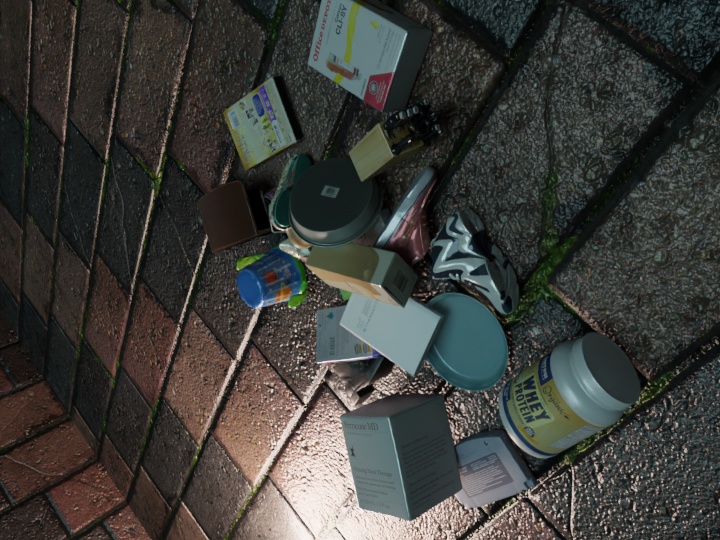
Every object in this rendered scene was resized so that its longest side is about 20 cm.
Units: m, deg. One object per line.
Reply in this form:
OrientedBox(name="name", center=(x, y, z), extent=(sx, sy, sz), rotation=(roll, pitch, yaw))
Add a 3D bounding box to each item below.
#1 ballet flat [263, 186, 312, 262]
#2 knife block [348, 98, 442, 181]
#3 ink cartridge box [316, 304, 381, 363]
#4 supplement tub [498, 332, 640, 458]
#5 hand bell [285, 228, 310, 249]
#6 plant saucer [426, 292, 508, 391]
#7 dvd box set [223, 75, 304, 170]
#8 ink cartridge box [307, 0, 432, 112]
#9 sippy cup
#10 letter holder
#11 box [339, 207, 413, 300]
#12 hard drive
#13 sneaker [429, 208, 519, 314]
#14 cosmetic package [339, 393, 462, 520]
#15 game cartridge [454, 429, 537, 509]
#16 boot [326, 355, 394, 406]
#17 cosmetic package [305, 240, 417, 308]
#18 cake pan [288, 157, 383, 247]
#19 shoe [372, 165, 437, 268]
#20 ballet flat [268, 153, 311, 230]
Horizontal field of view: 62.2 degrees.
OrientedBox(name="ballet flat", center=(-0.165, -0.092, 1.361), extent=(0.203, 0.070, 0.069), rotation=(65, 164, 1))
OrientedBox(name="knife block", center=(0.048, -0.222, 1.033), extent=(0.198, 0.175, 0.065), rotation=(-24, 91, 23))
OrientedBox(name="ink cartridge box", center=(-0.016, 0.136, 1.306), extent=(0.198, 0.042, 0.122), rotation=(-14, 71, 40))
OrientedBox(name="supplement tub", center=(0.339, 0.205, 0.983), extent=(0.145, 0.144, 0.200), rotation=(51, 133, 13))
OrientedBox(name="hand bell", center=(-0.054, -0.119, 1.263), extent=(0.197, 0.104, 0.106), rotation=(-14, 98, 31))
OrientedBox(name="plant saucer", center=(0.202, 0.135, 1.160), extent=(0.198, 0.027, 0.204), rotation=(18, 119, 36))
OrientedBox(name="dvd box set", center=(-0.222, -0.327, 1.346), extent=(0.198, 0.029, 0.149), rotation=(-17, 96, 44))
OrientedBox(name="ink cartridge box", center=(0.010, -0.399, 1.072), extent=(0.199, 0.083, 0.147), rotation=(38, 129, 24))
OrientedBox(name="sippy cup", center=(-0.218, 0.024, 1.419), extent=(0.176, 0.129, 0.142), rotation=(-9, 101, 44))
OrientedBox(name="letter holder", center=(-0.289, -0.141, 1.438), extent=(0.198, 0.100, 0.145), rotation=(-14, 96, 44))
OrientedBox(name="box", center=(0.010, -0.030, 1.260), extent=(0.198, 0.036, 0.146), rotation=(-20, 93, 43))
OrientedBox(name="hard drive", center=(0.059, 0.101, 1.203), extent=(0.199, 0.027, 0.134), rotation=(32, 107, 29))
OrientedBox(name="sneaker", center=(0.192, 0.005, 1.078), extent=(0.129, 0.079, 0.201), rotation=(-40, 79, 45))
OrientedBox(name="cosmetic package", center=(0.083, 0.376, 1.239), extent=(0.166, 0.165, 0.204), rotation=(-15, 87, 50))
OrientedBox(name="game cartridge", center=(0.250, 0.404, 1.221), extent=(0.134, 0.041, 0.200), rotation=(54, 133, 6))
OrientedBox(name="boot", center=(-0.020, 0.193, 1.359), extent=(0.175, 0.069, 0.201), rotation=(51, 126, 24))
OrientedBox(name="cosmetic package", center=(0.000, 0.000, 1.157), extent=(0.198, 0.072, 0.105), rotation=(14, 161, 40))
OrientedBox(name="cake pan", center=(-0.054, -0.141, 1.171), extent=(0.199, 0.201, 0.037), rotation=(31, 165, 29))
OrientedBox(name="shoe", center=(0.107, -0.093, 1.127), extent=(0.090, 0.072, 0.201), rotation=(31, 114, -4))
OrientedBox(name="ballet flat", center=(-0.150, -0.158, 1.262), extent=(0.075, 0.202, 0.064), rotation=(34, 144, -24))
